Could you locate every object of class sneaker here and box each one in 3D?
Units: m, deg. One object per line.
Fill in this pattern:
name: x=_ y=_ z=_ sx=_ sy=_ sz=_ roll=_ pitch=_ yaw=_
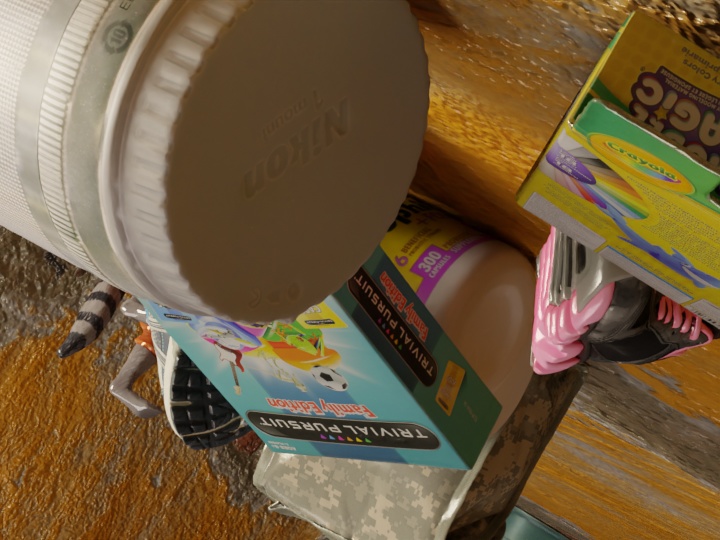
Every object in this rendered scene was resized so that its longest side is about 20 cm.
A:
sneaker: x=0.130 y=0.009 z=0.995 sx=0.095 sy=0.080 sz=0.200 roll=8 pitch=172 yaw=2
sneaker: x=-0.096 y=0.010 z=1.265 sx=0.086 sy=0.077 sz=0.201 roll=44 pitch=143 yaw=53

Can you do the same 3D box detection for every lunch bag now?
lunch bag: x=0.037 y=0.108 z=1.487 sx=0.163 sy=0.201 sz=0.118 roll=26 pitch=172 yaw=27

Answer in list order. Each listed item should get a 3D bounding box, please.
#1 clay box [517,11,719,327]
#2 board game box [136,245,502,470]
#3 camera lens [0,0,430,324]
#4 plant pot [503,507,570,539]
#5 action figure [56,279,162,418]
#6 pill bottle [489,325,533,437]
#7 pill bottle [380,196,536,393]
clay box: x=0.121 y=-0.027 z=0.739 sx=0.114 sy=0.048 sz=0.200 roll=31 pitch=173 yaw=1
board game box: x=-0.036 y=0.027 z=1.156 sx=0.150 sy=0.047 sz=0.200 roll=1 pitch=140 yaw=41
camera lens: x=-0.091 y=-0.080 z=0.870 sx=0.199 sy=0.161 sz=0.160 roll=25 pitch=171 yaw=38
plant pot: x=0.219 y=0.470 z=3.279 sx=0.199 sy=0.197 sz=0.200 roll=31 pitch=172 yaw=5
action figure: x=-0.137 y=-0.033 z=1.400 sx=0.104 sy=0.195 sz=0.201 roll=1 pitch=143 yaw=4
pill bottle: x=0.012 y=0.029 z=1.395 sx=0.199 sy=0.113 sz=0.112 roll=28 pitch=173 yaw=25
pill bottle: x=0.000 y=0.000 z=1.278 sx=0.199 sy=0.105 sz=0.104 roll=26 pitch=172 yaw=33
